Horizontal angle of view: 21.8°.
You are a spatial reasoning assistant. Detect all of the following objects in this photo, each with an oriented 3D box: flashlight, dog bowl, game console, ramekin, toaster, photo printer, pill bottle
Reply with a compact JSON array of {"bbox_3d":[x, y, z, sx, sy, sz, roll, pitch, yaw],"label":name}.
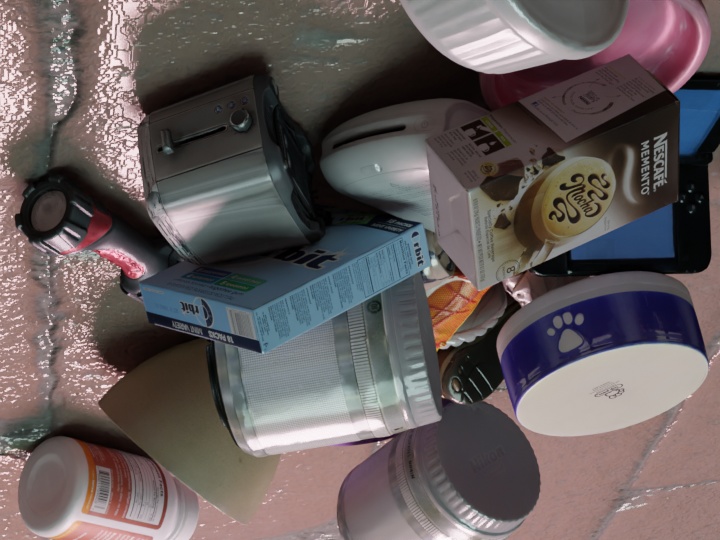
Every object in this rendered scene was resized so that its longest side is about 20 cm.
[{"bbox_3d":[-0.232,-0.019,1.696,0.067,0.069,0.200,4,160,27],"label":"flashlight"},{"bbox_3d":[0.237,0.084,1.826,0.198,0.079,0.201,-9,152,-5],"label":"dog bowl"},{"bbox_3d":[0.260,-0.086,1.733,0.198,0.178,0.116,-1,177,-20],"label":"game console"},{"bbox_3d":[0.098,-0.233,1.328,0.094,0.204,0.201,-22,152,39],"label":"ramekin"},{"bbox_3d":[-0.109,-0.078,1.596,0.128,0.115,0.200,-13,156,9],"label":"toaster"},{"bbox_3d":[0.075,-0.091,1.645,0.199,0.070,0.165,20,159,-41],"label":"photo printer"},{"bbox_3d":[-0.282,0.261,2.119,0.112,0.113,0.199,-31,146,30],"label":"pill bottle"}]

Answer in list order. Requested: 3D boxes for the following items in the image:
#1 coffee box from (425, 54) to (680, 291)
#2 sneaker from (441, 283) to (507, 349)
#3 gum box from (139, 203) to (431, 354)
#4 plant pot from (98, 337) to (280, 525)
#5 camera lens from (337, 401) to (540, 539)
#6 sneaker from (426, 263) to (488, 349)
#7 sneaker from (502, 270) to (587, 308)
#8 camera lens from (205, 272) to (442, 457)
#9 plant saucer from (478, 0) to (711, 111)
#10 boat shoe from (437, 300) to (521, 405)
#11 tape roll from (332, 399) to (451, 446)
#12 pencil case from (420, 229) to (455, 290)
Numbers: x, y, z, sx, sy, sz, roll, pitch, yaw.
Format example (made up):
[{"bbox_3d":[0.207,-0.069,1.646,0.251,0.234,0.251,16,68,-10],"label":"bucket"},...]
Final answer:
[{"bbox_3d":[0.161,-0.082,1.543,0.198,0.080,0.114,-24,135,-14],"label":"coffee box"},{"bbox_3d":[0.064,0.039,1.909,0.198,0.083,0.075,-18,-166,-26],"label":"sneaker"},{"bbox_3d":[-0.066,0.002,1.643,0.199,0.045,0.169,-26,-156,-35],"label":"gum box"},{"bbox_3d":[-0.153,0.146,1.925,0.135,0.200,0.200,-52,146,-3],"label":"plant pot"},{"bbox_3d":[0.082,0.251,2.049,0.159,0.161,0.200,10,145,-35],"label":"camera lens"},{"bbox_3d":[0.076,0.033,1.848,0.199,0.073,0.077,-33,122,3],"label":"sneaker"},{"bbox_3d":[0.189,0.020,1.908,0.098,0.075,0.202,-4,126,-2],"label":"sneaker"},{"bbox_3d":[-0.034,0.080,1.716,0.198,0.161,0.160,-10,152,7],"label":"camera lens"},{"bbox_3d":[0.194,-0.193,1.575,0.198,0.051,0.201,-9,149,-5],"label":"plant saucer"},{"bbox_3d":[0.143,0.074,1.974,0.199,0.076,0.074,-27,-162,-33],"label":"boat shoe"},{"bbox_3d":[0.007,0.119,2.037,0.198,0.066,0.201,-10,150,-6],"label":"tape roll"},{"bbox_3d":[0.000,0.000,1.812,0.198,0.090,0.078,-22,122,15],"label":"pencil case"}]
